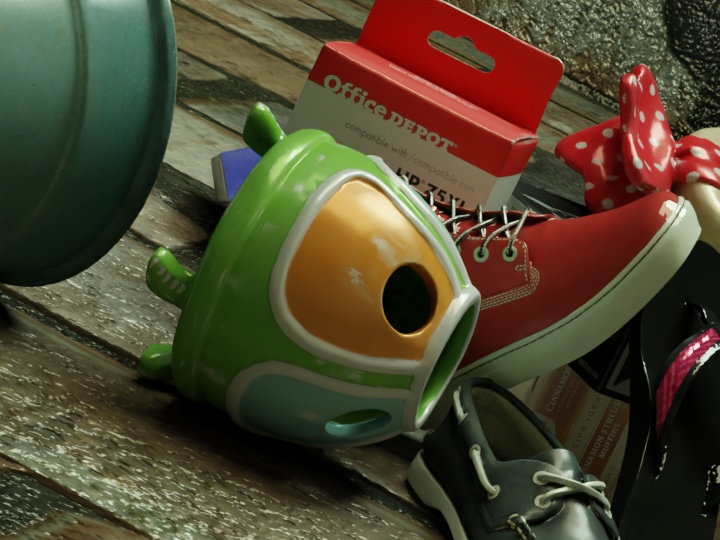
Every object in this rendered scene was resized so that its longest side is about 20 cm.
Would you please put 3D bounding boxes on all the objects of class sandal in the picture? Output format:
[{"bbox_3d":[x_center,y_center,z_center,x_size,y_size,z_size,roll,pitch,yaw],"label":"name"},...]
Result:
[{"bbox_3d":[0.160,0.074,1.378,0.075,0.201,0.045,29,-35,-24],"label":"sandal"}]

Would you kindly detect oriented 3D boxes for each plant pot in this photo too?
[{"bbox_3d":[-0.221,-0.092,1.303,0.200,0.201,0.196,33,20,36],"label":"plant pot"}]

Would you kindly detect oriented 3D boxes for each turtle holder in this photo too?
[{"bbox_3d":[-0.021,0.027,1.351,0.131,0.186,0.141,26,42,10],"label":"turtle holder"}]

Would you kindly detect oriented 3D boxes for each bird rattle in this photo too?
[{"bbox_3d":[0.214,-0.043,1.601,0.200,0.113,0.163,6,41,-55],"label":"bird rattle"}]

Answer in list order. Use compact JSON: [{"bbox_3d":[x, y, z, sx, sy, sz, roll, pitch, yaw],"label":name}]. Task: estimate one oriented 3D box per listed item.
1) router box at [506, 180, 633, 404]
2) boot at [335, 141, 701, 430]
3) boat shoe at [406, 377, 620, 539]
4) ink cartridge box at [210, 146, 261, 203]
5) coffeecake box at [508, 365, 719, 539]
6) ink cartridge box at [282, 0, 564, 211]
[{"bbox_3d":[0.154,0.024,1.539,0.157,0.052,0.200,19,14,-28],"label":"router box"},{"bbox_3d":[0.055,-0.019,1.409,0.144,0.200,0.072,52,37,-10],"label":"boot"},{"bbox_3d":[0.079,0.107,1.329,0.075,0.061,0.200,19,12,-31],"label":"boat shoe"},{"bbox_3d":[-0.039,-0.062,1.755,0.094,0.037,0.200,-9,4,-5],"label":"ink cartridge box"},{"bbox_3d":[0.159,0.084,1.600,0.199,0.073,0.154,22,12,-16],"label":"coffeecake box"},{"bbox_3d":[0.012,-0.041,1.521,0.116,0.201,0.067,27,11,11],"label":"ink cartridge box"}]
